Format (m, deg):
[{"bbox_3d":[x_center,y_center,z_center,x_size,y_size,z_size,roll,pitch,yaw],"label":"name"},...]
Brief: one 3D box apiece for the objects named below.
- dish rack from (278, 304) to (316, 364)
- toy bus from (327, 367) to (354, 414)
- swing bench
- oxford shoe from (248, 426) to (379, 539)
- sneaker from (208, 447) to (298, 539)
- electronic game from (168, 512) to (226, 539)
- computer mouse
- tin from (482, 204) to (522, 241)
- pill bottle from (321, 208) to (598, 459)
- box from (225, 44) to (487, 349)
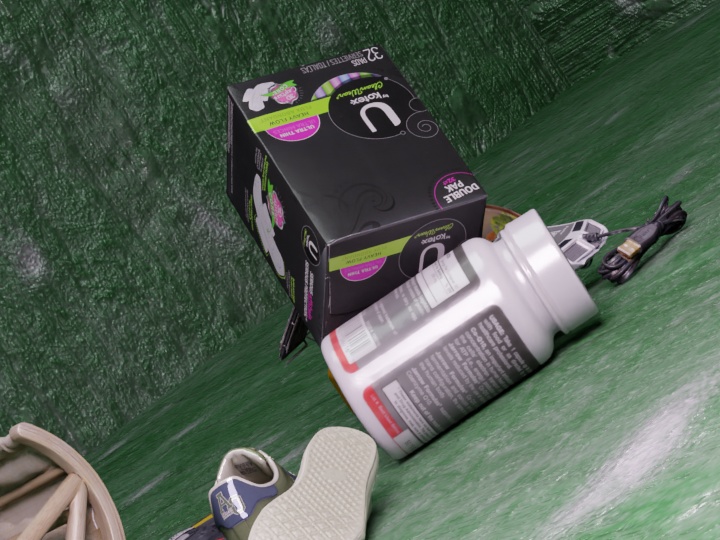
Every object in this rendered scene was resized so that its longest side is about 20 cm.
[{"bbox_3d":[0.000,0.000,1.921,0.200,0.054,0.154,-42,-24,-51],"label":"dish rack"},{"bbox_3d":[0.022,0.094,1.962,0.078,0.065,0.200,-36,5,-8],"label":"toy bus"},{"bbox_3d":[-0.287,0.249,1.658,0.198,0.129,0.201,-29,36,47],"label":"swing bench"},{"bbox_3d":[-0.030,0.179,1.510,0.200,0.074,0.058,-61,-16,-63],"label":"oxford shoe"},{"bbox_3d":[-0.067,0.167,1.636,0.067,0.090,0.200,-34,4,12],"label":"sneaker"},{"bbox_3d":[-0.147,0.240,1.790,0.199,0.042,0.200,-34,4,3],"label":"electronic game"},{"bbox_3d":[0.183,-0.012,1.889,0.199,0.044,0.110,-10,25,42],"label":"computer mouse"},{"bbox_3d":[0.105,0.007,1.962,0.200,0.112,0.042,-39,-16,-49],"label":"tin"},{"bbox_3d":[0.079,0.048,1.692,0.199,0.114,0.114,-34,4,5],"label":"pill bottle"},{"bbox_3d":[-0.007,-0.063,1.773,0.147,0.201,0.125,-17,-40,-19],"label":"box"}]
